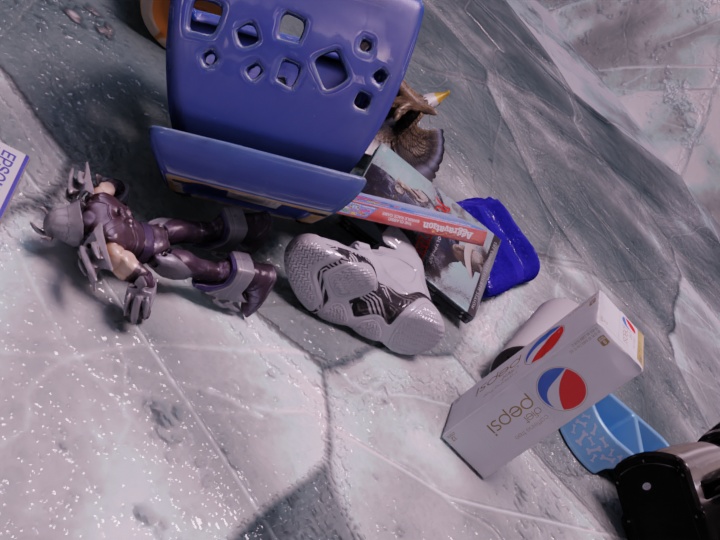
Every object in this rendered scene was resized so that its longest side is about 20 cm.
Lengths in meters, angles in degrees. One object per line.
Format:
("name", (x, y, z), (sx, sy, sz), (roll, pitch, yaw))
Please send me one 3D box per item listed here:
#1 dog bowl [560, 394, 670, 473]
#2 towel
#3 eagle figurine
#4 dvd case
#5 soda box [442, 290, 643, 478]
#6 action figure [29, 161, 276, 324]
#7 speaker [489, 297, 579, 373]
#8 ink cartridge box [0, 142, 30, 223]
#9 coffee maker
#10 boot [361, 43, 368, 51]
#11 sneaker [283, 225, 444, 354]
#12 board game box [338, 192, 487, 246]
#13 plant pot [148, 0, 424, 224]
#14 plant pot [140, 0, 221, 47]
("dog bowl", (0.326, 0.219, 0.998), (0.199, 0.050, 0.112), (39, 30, -13))
("towel", (0.173, -0.041, 1.112), (0.148, 0.050, 0.199), (54, 30, 13))
("eagle figurine", (0.055, -0.204, 1.103), (0.149, 0.200, 0.154), (4, 80, -3))
("dvd case", (0.075, -0.047, 0.974), (0.199, 0.022, 0.147), (39, 47, -11))
("soda box", (0.171, 0.111, 0.772), (0.064, 0.200, 0.068), (44, 29, -4))
("action figure", (-0.159, -0.017, 0.637), (0.199, 0.069, 0.131), (11, 52, -41))
("speaker", (0.220, 0.097, 0.978), (0.081, 0.081, 0.200), (50, 29, 7))
("ink cartridge box", (-0.324, -0.054, 0.486), (0.199, 0.047, 0.199), (33, 31, -27))
("coffee maker", (0.400, 0.275, 0.911), (0.198, 0.134, 0.195), (-8, 100, -32))
("boot", (-0.049, -0.252, 1.030), (0.076, 0.202, 0.168), (29, -1, -16))
("sneaker", (0.000, 0.000, 0.816), (0.199, 0.075, 0.116), (32, 31, -33))
("board game box", (0.027, -0.064, 0.871), (0.198, 0.020, 0.103), (12, 9, -18))
("plant pot", (-0.078, -0.144, 0.695), (0.198, 0.182, 0.200), (13, -3, -12))
("plant pot", (-0.166, -0.343, 0.912), (0.199, 0.200, 0.185), (28, 50, -29))
